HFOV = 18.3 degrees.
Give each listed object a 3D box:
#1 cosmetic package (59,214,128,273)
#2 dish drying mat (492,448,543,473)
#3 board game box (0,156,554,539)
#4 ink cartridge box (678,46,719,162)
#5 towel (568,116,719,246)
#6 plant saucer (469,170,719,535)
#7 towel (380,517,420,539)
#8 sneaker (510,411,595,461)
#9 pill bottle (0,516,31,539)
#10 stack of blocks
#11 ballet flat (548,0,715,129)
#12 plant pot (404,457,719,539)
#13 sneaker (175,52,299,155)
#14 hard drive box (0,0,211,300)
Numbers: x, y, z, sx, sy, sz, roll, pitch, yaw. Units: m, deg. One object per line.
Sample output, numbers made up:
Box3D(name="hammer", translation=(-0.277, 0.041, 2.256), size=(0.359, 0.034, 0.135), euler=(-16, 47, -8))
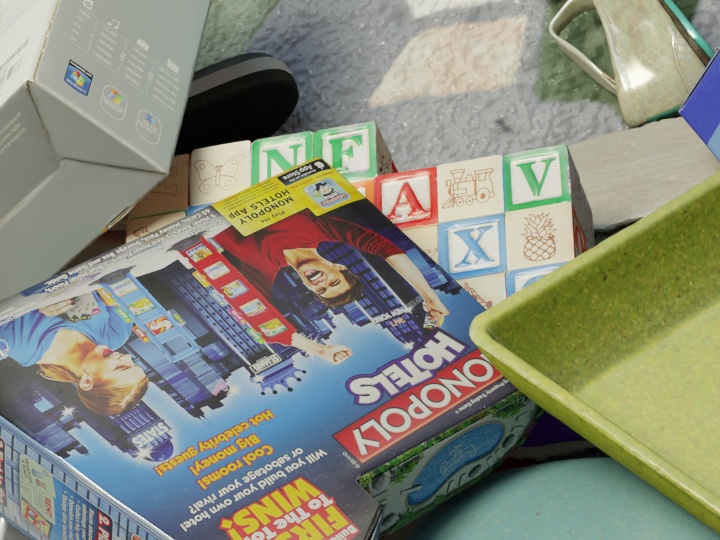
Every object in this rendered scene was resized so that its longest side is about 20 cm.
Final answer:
Box3D(name="cosmetic package", translation=(-0.115, 0.055, 1.059), size=(0.103, 0.087, 0.201), euler=(3, 61, 21))
Box3D(name="dish drying mat", translation=(0.048, 0.100, 1.035), size=(0.076, 0.018, 0.201), euler=(-7, 55, 6))
Box3D(name="board game box", translation=(-0.036, 0.068, 0.839), size=(0.199, 0.062, 0.200), euler=(-26, 53, -28))
Box3D(name="ink cartridge box", translation=(0.235, -0.048, 0.978), size=(0.077, 0.136, 0.200), euler=(-56, 47, 30))
Box3D(name="towel", translation=(0.093, -0.026, 1.054), size=(0.199, 0.035, 0.133), euler=(-12, 19, 16))
Box3D(name="plant saucer", translation=(0.175, 0.042, 0.814), size=(0.199, 0.048, 0.200), euler=(-29, 46, -29))
Box3D(name="towel", translation=(-0.040, 0.173, 0.955), size=(0.132, 0.035, 0.200), euler=(31, 68, 11))
Box3D(name="sneaker", translation=(0.111, 0.038, 0.992), size=(0.199, 0.100, 0.070), euler=(7, 57, 19))
Box3D(name="pill bottle", translation=(-0.200, 0.093, 0.944), size=(0.199, 0.113, 0.114), euler=(11, 64, 30))
Box3D(name="stack of blocks", translation=(0.000, 0.000, 0.965), size=(0.199, 0.059, 0.116), euler=(-9, 59, 14))
Box3D(name="ballet flat", translation=(0.114, -0.153, 1.144), size=(0.062, 0.067, 0.201), euler=(-35, 53, 10))
Box3D(name="plant pot", translation=(0.080, 0.153, 0.872), size=(0.134, 0.200, 0.201), euler=(27, 72, 26))
Box3D(name="sneaker", translation=(-0.138, -0.095, 1.200), size=(0.199, 0.084, 0.121), euler=(-25, 63, 7))
Box3D(name="hard drive box", translation=(-0.145, -0.092, 1.034), size=(0.156, 0.077, 0.201), euler=(-37, 31, 37))
